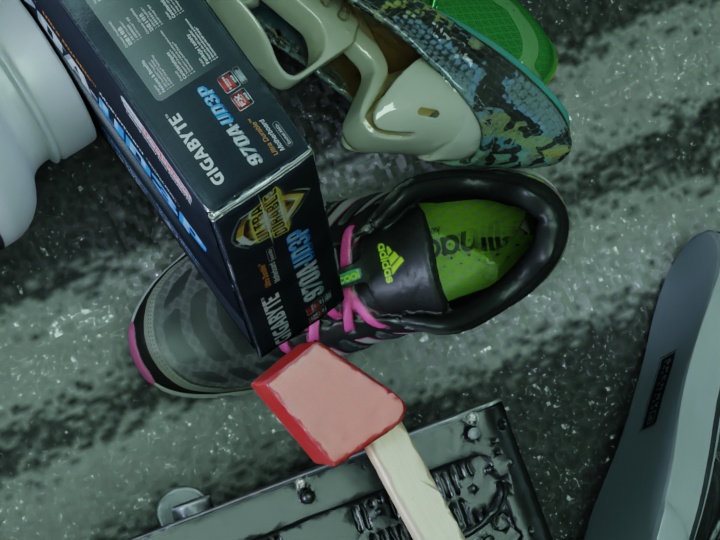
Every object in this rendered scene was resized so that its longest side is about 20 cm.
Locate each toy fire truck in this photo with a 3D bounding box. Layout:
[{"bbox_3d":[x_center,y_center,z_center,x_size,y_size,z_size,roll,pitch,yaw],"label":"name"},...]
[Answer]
[{"bbox_3d":[0.002,0.140,0.907,0.141,0.049,0.200,-43,94,-10],"label":"toy fire truck"}]

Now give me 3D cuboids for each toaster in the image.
[{"bbox_3d":[0.002,0.167,0.990,0.181,0.119,0.200,-21,90,-9],"label":"toaster"}]

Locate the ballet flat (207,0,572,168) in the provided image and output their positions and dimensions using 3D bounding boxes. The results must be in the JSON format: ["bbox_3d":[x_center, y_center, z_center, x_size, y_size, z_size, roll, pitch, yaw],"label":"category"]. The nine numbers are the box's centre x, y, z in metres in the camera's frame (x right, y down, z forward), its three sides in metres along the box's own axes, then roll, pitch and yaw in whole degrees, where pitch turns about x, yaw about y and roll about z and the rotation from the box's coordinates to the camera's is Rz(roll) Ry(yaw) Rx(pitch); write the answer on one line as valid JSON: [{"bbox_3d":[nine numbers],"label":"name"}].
[{"bbox_3d":[-0.005,-0.087,0.985,0.200,0.074,0.074,35,82,-10],"label":"ballet flat"}]

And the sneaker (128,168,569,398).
[{"bbox_3d":[0.000,0.000,1.016,0.200,0.087,0.074,-16,89,-10],"label":"sneaker"}]

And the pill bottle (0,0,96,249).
[{"bbox_3d":[-0.209,-0.032,0.970,0.200,0.112,0.113,-33,92,-9],"label":"pill bottle"}]

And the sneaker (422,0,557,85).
[{"bbox_3d":[-0.002,-0.134,1.025,0.200,0.084,0.074,38,77,-6],"label":"sneaker"}]

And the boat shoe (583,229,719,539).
[{"bbox_3d":[0.146,0.084,1.039,0.068,0.074,0.200,25,63,-15],"label":"boat shoe"}]

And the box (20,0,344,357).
[{"bbox_3d":[-0.082,-0.077,0.935,0.046,0.159,0.200,-33,72,-8],"label":"box"}]
